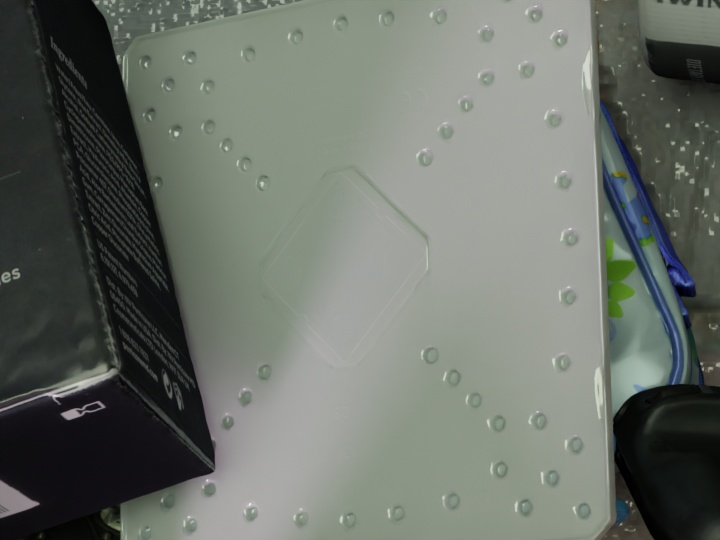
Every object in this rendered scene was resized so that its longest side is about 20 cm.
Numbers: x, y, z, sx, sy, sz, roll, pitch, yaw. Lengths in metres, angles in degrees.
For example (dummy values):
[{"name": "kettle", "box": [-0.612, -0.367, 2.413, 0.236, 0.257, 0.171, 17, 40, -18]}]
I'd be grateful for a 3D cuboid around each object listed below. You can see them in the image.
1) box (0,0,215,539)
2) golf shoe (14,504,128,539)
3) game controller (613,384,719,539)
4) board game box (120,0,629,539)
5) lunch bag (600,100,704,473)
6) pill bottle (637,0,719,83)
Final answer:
[{"name": "box", "box": [-0.176, -0.003, 0.717, 0.196, 0.117, 0.200, -19, 66, 6]}, {"name": "golf shoe", "box": [-0.146, 0.110, 0.804, 0.200, 0.077, 0.088, 33, 111, 48]}, {"name": "game controller", "box": [0.187, 0.080, 0.696, 0.200, 0.042, 0.104, 7, 34, -12]}, {"name": "board game box", "box": [0.000, 0.000, 0.728, 0.200, 0.026, 0.200, -7, 79, 32]}, {"name": "lunch bag", "box": [0.038, -0.004, 0.792, 0.161, 0.082, 0.200, -25, 73, 9]}, {"name": "pill bottle", "box": [0.210, -0.114, 0.756, 0.200, 0.106, 0.106, 8, 81, 17]}]
